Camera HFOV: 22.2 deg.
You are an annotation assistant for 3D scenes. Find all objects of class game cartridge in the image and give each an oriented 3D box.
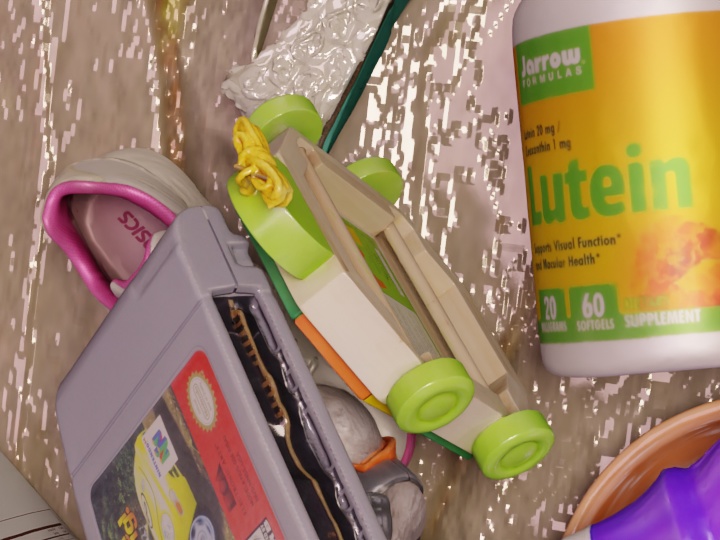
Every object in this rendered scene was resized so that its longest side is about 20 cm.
[{"bbox_3d":[-0.051,0.095,0.672,0.133,0.041,0.201,-54,53,43],"label":"game cartridge"}]

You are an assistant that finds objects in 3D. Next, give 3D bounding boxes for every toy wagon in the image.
[{"bbox_3d":[0.000,0.000,0.717,0.040,0.200,0.156,-39,55,14],"label":"toy wagon"}]

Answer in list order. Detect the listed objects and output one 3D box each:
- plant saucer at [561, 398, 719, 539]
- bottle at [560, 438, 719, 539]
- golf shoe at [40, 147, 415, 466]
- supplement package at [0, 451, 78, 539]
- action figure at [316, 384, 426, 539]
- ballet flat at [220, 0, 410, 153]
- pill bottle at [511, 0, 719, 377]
[{"bbox_3d":[0.177,0.149,0.758,0.199,0.037,0.202,0,90,16],"label":"plant saucer"},{"bbox_3d":[0.176,0.090,0.705,0.199,0.065,0.084,-25,79,14],"label":"bottle"},{"bbox_3d":[-0.063,0.026,0.794,0.200,0.091,0.075,40,99,10],"label":"golf shoe"},{"bbox_3d":[-0.215,0.187,0.804,0.191,0.147,0.200,-45,80,11],"label":"supplement package"},{"bbox_3d":[-0.023,0.140,0.750,0.199,0.104,0.195,-3,88,52],"label":"action figure"},{"bbox_3d":[0.005,-0.140,0.782,0.072,0.072,0.201,34,97,12],"label":"ballet flat"},{"bbox_3d":[0.118,-0.062,0.734,0.110,0.111,0.201,-6,89,15],"label":"pill bottle"}]
